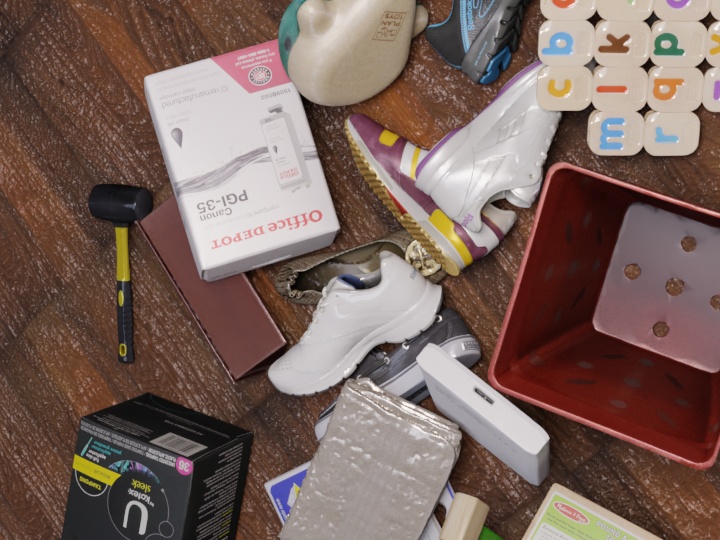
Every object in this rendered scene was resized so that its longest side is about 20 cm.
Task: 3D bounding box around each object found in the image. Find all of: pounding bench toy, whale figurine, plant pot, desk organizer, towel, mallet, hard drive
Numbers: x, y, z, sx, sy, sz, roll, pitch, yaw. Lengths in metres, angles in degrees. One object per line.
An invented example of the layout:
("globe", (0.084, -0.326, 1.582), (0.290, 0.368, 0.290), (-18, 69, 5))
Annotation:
("pounding bench toy", (0.174, 0.277, 1.221), (0.199, 0.156, 0.125), (26, 75, 20))
("whale figurine", (-0.004, -0.252, 1.250), (0.104, 0.159, 0.200), (54, 132, 30))
("plant pot", (0.252, 0.026, 1.146), (0.199, 0.176, 0.201), (21, 104, 22))
("desk organizer", (-0.141, 0.009, 1.390), (0.077, 0.072, 0.200), (-36, 81, 22))
("towel", (0.010, 0.211, 1.304), (0.132, 0.034, 0.201), (27, 110, 7))
("mallet", (-0.252, 0.003, 1.464), (0.066, 0.041, 0.201), (-2, 101, 23))
("hard drive", (0.116, 0.135, 1.220), (0.132, 0.200, 0.027), (38, 81, 16))

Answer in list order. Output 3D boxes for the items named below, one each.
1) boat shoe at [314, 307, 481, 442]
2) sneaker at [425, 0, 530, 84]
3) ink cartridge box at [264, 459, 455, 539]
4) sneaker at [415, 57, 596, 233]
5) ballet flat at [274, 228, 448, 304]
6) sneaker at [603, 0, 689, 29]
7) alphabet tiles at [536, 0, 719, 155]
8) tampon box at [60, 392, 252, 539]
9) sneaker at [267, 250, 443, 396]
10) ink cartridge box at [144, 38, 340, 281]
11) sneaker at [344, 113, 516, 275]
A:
("boat shoe", (0.028, 0.102, 1.328), (0.200, 0.070, 0.066), (-36, 64, 28))
("sneaker", (0.129, -0.274, 1.222), (0.082, 0.073, 0.201), (35, 109, 18))
("ink cartridge box", (0.025, 0.267, 1.362), (0.199, 0.047, 0.198), (-28, 84, 23))
("sneaker", (0.147, -0.117, 1.216), (0.200, 0.075, 0.100), (-42, 84, -2))
("ballet flat", (0.000, 0.000, 1.334), (0.199, 0.046, 0.068), (-9, 94, 26))
("sneaker", (0.242, -0.304, 1.173), (0.090, 0.076, 0.201), (-13, 100, 20))
("alphabet tiles", (0.251, -0.198, 1.158), (0.194, 0.015, 0.201), (0, 112, 0))
("tampon box", (-0.221, 0.257, 1.429), (0.149, 0.126, 0.201), (16, 104, 23))
("sneaker", (-0.017, 0.049, 1.308), (0.200, 0.075, 0.087), (-35, 113, 18))
("ink cartridge box", (-0.116, -0.107, 1.317), (0.146, 0.083, 0.201), (-17, 85, -9))
("sneaker", (0.065, -0.089, 1.286), (0.090, 0.075, 0.200), (-36, 68, -6))
